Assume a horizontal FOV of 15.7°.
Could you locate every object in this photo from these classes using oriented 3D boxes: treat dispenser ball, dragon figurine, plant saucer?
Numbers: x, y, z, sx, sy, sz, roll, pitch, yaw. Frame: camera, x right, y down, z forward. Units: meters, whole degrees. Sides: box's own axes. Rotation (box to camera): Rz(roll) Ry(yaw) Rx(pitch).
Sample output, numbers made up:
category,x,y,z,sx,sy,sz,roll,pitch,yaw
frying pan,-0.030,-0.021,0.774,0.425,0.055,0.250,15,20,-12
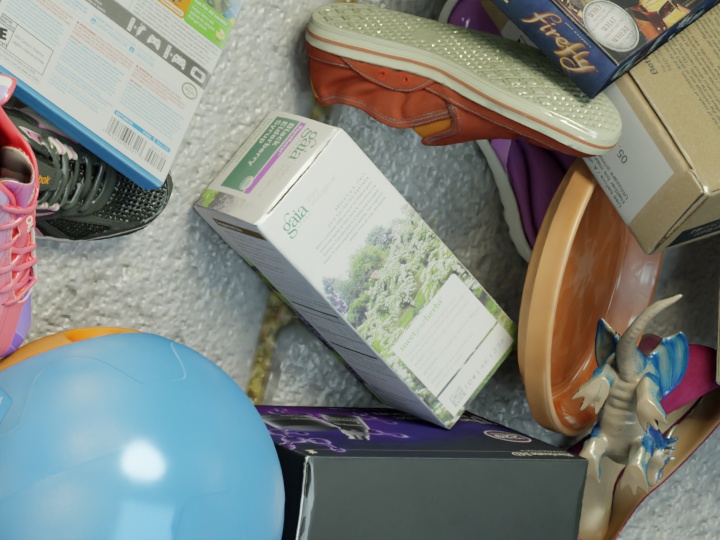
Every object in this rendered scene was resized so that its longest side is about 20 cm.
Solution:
category,x,y,z,sx,sy,sz,roll,pitch,yaw
treat dispenser ball,-0.142,0.131,1.448,0.201,0.201,0.201,-8,106,-29
dragon figurine,0.168,0.067,1.603,0.099,0.059,0.200,-66,161,-49
plant saucer,0.144,0.004,1.638,0.200,0.032,0.200,-48,146,-49

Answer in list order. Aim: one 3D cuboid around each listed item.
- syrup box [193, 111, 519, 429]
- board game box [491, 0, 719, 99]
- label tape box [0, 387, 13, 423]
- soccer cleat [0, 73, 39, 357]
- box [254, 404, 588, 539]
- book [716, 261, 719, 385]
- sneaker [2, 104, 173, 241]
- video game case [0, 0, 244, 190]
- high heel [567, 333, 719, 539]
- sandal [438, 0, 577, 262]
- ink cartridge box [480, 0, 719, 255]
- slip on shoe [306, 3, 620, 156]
category,x,y,z,sx,sy,sz,roll,pitch,yaw
syrup box,0.000,0.000,1.572,0.079,0.081,0.200,-51,121,-13
board game box,0.148,-0.195,1.537,0.135,0.035,0.200,45,46,8
label tape box,-0.256,0.037,1.357,0.063,0.200,0.144,-47,121,-12
soccer cleat,-0.195,-0.026,1.362,0.067,0.076,0.200,-75,160,-44
box,0.014,0.132,1.578,0.200,0.141,0.079,3,101,-32
book,0.293,0.002,1.715,0.134,0.048,0.200,29,57,-37
sneaker,-0.190,-0.054,1.442,0.200,0.086,0.080,9,99,-33
video game case,-0.128,-0.166,1.456,0.143,0.018,0.200,37,64,-32
high heel,0.175,0.136,1.701,0.067,0.096,0.200,25,89,-33
sandal,0.111,-0.091,1.634,0.082,0.050,0.203,-35,118,-20
ink cartridge box,0.193,-0.122,1.583,0.165,0.075,0.200,-16,67,-37
slip on shoe,0.058,-0.101,1.523,0.074,0.200,0.061,-39,142,-55
